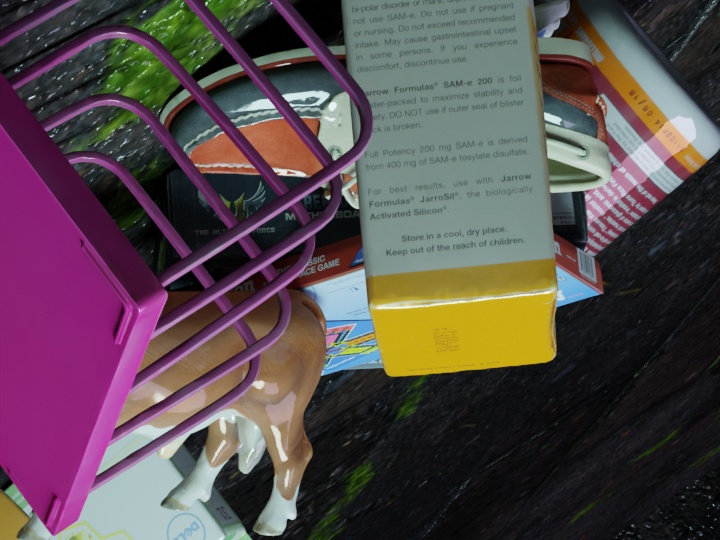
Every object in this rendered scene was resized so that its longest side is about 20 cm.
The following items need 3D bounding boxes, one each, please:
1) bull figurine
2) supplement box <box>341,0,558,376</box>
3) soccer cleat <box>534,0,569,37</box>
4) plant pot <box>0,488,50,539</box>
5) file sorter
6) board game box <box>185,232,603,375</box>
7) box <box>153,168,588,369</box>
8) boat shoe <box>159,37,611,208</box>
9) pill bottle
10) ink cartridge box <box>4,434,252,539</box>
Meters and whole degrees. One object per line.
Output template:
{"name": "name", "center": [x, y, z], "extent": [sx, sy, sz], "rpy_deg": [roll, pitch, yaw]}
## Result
{"name": "bull figurine", "center": [-0.105, 0.052, 1.162], "extent": [0.199, 0.122, 0.065], "rpy_deg": [2, -168, -25]}
{"name": "supplement box", "center": [0.033, -0.071, 1.024], "extent": [0.073, 0.202, 0.126], "rpy_deg": [-6, 167, 3]}
{"name": "soccer cleat", "center": [0.067, -0.114, 1.242], "extent": [0.086, 0.070, 0.200], "rpy_deg": [-29, 165, 3]}
{"name": "plant pot", "center": [-0.232, 0.169, 1.190], "extent": [0.184, 0.200, 0.200], "rpy_deg": [-49, 170, -18]}
{"name": "file sorter", "center": [-0.092, -0.023, 0.996], "extent": [0.125, 0.139, 0.200], "rpy_deg": [-32, 165, -28]}
{"name": "board game box", "center": [0.002, 0.014, 1.238], "extent": [0.199, 0.020, 0.103], "rpy_deg": [-17, 153, 28]}
{"name": "box", "center": [0.000, 0.000, 1.297], "extent": [0.198, 0.051, 0.158], "rpy_deg": [-2, 156, -7]}
{"name": "boat shoe", "center": [0.013, -0.059, 1.166], "extent": [0.198, 0.063, 0.071], "rpy_deg": [-5, 160, -11]}
{"name": "pill bottle", "center": [0.087, -0.048, 1.426], "extent": [0.200, 0.113, 0.113], "rpy_deg": [-41, 166, 10]}
{"name": "ink cartridge box", "center": [-0.120, 0.189, 1.474], "extent": [0.145, 0.200, 0.048], "rpy_deg": [-41, 168, 12]}
